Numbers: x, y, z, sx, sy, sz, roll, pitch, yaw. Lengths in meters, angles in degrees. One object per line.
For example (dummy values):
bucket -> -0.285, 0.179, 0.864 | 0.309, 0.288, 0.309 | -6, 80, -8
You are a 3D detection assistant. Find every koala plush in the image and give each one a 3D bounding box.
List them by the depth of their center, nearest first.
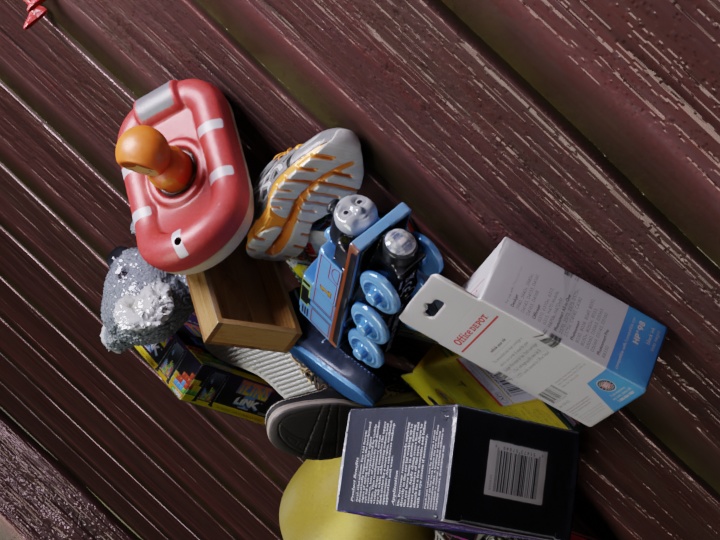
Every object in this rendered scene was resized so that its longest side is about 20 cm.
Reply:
koala plush -> -0.216, 0.009, 1.378 | 0.184, 0.200, 0.177 | 46, 153, -8

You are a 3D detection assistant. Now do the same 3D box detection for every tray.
tray -> -0.135, -0.008, 1.245 | 0.037, 0.098, 0.201 | -52, 44, 33

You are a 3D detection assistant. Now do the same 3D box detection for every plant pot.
plant pot -> 0.013, 0.269, 1.459 | 0.199, 0.200, 0.143 | 35, 135, 14

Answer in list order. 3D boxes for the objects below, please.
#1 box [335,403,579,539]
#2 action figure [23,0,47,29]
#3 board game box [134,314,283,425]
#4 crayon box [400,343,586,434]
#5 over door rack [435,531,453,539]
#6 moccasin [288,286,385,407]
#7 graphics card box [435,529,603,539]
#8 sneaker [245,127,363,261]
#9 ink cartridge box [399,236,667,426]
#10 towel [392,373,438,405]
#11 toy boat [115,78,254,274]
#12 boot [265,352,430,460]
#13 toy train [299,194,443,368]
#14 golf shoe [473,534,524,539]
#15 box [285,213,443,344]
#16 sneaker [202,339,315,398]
box -> 0.089, 0.193, 1.153 | 0.147, 0.106, 0.199 | 15, 165, -26
action figure -> -0.424, -0.350, 1.307 | 0.200, 0.052, 0.065 | 46, 158, -1
board game box -> -0.181, 0.119, 1.517 | 0.199, 0.057, 0.165 | 26, -169, -48
crayon box -> 0.135, 0.118, 1.217 | 0.127, 0.051, 0.200 | 46, 153, -9
over door rack -> 0.152, 0.416, 1.625 | 0.199, 0.067, 0.148 | 33, 153, 20
moccasin -> -0.037, 0.067, 1.244 | 0.200, 0.068, 0.081 | 35, 166, 42
graphics card box -> 0.182, 0.304, 1.379 | 0.125, 0.051, 0.199 | 25, 169, -38
sneaker -> -0.062, -0.085, 1.166 | 0.078, 0.078, 0.200 | 11, 148, -28
ink cartridge box -> 0.144, 0.045, 1.030 | 0.199, 0.067, 0.116 | 29, 154, -3
towel -> 0.060, 0.168, 1.439 | 0.199, 0.024, 0.145 | 18, 146, 44
toy boat -> -0.186, -0.098, 1.164 | 0.130, 0.130, 0.202 | 27, -138, -60
boot -> -0.036, 0.128, 1.313 | 0.151, 0.198, 0.074 | 47, 133, 46
toy train -> 0.005, 0.008, 1.116 | 0.114, 0.087, 0.201 | 41, 153, 17
golf shoe -> 0.166, 0.255, 1.266 | 0.076, 0.088, 0.201 | 19, 118, -9
box -> 0.000, 0.000, 1.244 | 0.199, 0.038, 0.137 | 10, 139, 48
sneaker -> -0.092, 0.093, 1.481 | 0.199, 0.114, 0.073 | 33, 110, -7
